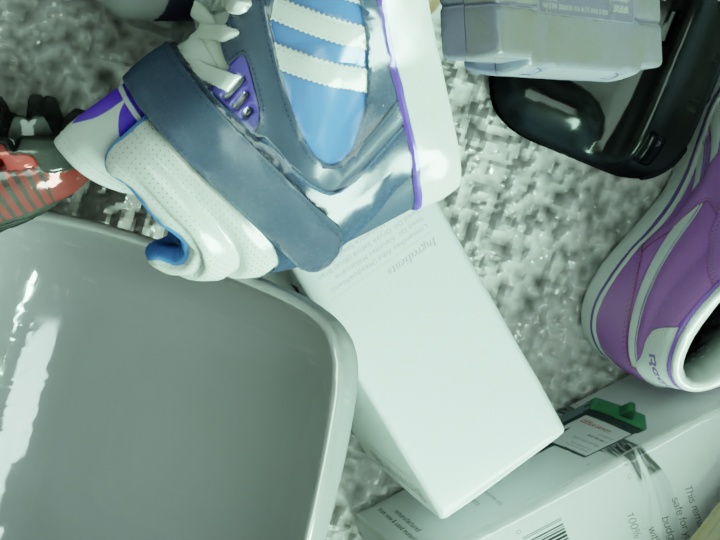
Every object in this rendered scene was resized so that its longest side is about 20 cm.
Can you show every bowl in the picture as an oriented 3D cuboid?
[{"bbox_3d":[-0.097,0.082,0.918,0.199,0.075,0.201,17,97,20],"label":"bowl"}]

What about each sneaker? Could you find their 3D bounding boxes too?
[{"bbox_3d":[-0.196,-0.008,0.879,0.200,0.071,0.098,-17,103,3],"label":"sneaker"},{"bbox_3d":[-0.052,-0.090,0.816,0.146,0.081,0.201,-20,115,-8],"label":"sneaker"},{"bbox_3d":[0.192,-0.030,1.010,0.072,0.114,0.201,30,90,-21],"label":"sneaker"}]

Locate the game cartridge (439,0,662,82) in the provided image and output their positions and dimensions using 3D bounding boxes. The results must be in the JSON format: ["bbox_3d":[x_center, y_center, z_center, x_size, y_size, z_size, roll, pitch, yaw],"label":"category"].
[{"bbox_3d":[0.078,-0.144,0.891,0.038,0.200,0.130,3,94,25],"label":"game cartridge"}]

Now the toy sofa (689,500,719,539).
[{"bbox_3d":[0.208,0.141,0.989,0.200,0.097,0.083,-52,138,-4],"label":"toy sofa"}]

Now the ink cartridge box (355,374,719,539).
[{"bbox_3d":[0.120,0.144,1.037,0.199,0.084,0.147,-25,109,-14],"label":"ink cartridge box"}]

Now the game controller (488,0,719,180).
[{"bbox_3d":[0.135,-0.146,1.010,0.104,0.042,0.201,21,94,-8],"label":"game controller"}]

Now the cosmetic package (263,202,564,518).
[{"bbox_3d":[0.000,0.000,0.955,0.071,0.101,0.200,-35,110,-10],"label":"cosmetic package"}]

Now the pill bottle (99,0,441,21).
[{"bbox_3d":[-0.055,-0.159,0.895,0.199,0.111,0.112,-2,102,-19],"label":"pill bottle"}]
